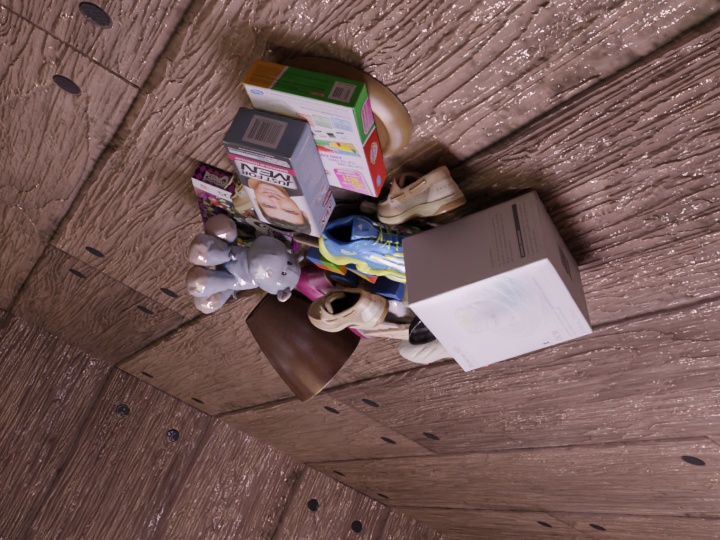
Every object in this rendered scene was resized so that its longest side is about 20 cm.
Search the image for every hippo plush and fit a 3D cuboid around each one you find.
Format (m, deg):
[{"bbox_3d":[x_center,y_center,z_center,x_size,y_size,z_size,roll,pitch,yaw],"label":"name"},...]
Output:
[{"bbox_3d":[-0.191,0.011,1.586,0.160,0.160,0.200,13,155,25],"label":"hippo plush"}]

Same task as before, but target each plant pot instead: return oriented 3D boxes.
[{"bbox_3d":[-0.133,0.135,1.915,0.200,0.187,0.187,42,154,-8],"label":"plant pot"},{"bbox_3d":[-0.029,-0.204,1.223,0.199,0.028,0.200,21,157,9],"label":"plant pot"}]

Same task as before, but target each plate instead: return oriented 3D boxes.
[{"bbox_3d":[0.069,0.088,1.681,0.199,0.032,0.200,13,168,-38],"label":"plate"}]

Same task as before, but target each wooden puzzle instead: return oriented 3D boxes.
[{"bbox_3d":[0.000,0.000,1.545,0.185,0.046,0.200,16,171,29],"label":"wooden puzzle"}]

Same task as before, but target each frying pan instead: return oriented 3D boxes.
[{"bbox_3d":[0.149,0.054,1.451,0.031,0.190,0.115,56,-163,26],"label":"frying pan"}]

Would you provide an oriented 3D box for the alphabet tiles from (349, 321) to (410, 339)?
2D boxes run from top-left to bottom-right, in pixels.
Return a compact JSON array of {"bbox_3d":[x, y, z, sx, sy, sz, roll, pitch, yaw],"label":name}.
[{"bbox_3d":[0.089,0.109,1.637,0.195,0.015,0.200,8,171,-24],"label":"alphabet tiles"}]

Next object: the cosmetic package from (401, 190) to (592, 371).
[{"bbox_3d":[0.190,0.022,1.288,0.199,0.123,0.199,-19,139,21],"label":"cosmetic package"}]

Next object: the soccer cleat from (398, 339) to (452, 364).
[{"bbox_3d":[0.159,0.139,1.758,0.199,0.069,0.078,2,145,28],"label":"soccer cleat"}]

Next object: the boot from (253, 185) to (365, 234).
[{"bbox_3d":[-0.075,-0.119,1.416,0.199,0.069,0.174,11,155,7],"label":"boot"}]

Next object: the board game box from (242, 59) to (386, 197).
[{"bbox_3d":[-0.054,-0.181,1.208,0.152,0.040,0.200,16,157,17],"label":"board game box"}]

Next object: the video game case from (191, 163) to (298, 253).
[{"bbox_3d":[-0.195,-0.095,1.612,0.181,0.036,0.200,22,158,6],"label":"video game case"}]

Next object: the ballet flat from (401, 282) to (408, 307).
[{"bbox_3d":[0.116,0.048,1.514,0.067,0.063,0.200,19,180,30],"label":"ballet flat"}]

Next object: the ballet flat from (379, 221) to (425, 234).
[{"bbox_3d":[0.105,-0.025,1.441,0.199,0.064,0.076,17,156,17],"label":"ballet flat"}]

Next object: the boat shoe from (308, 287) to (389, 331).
[{"bbox_3d":[-0.035,0.060,1.581,0.065,0.072,0.200,33,160,-30],"label":"boat shoe"}]

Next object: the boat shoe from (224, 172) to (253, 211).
[{"bbox_3d":[-0.154,-0.153,1.409,0.063,0.073,0.200,37,144,-15],"label":"boat shoe"}]

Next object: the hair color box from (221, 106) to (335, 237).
[{"bbox_3d":[-0.105,-0.128,1.243,0.099,0.061,0.200,16,157,17],"label":"hair color box"}]

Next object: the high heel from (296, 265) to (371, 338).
[{"bbox_3d":[-0.052,0.061,1.779,0.096,0.068,0.200,-7,130,37],"label":"high heel"}]

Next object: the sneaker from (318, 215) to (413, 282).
[{"bbox_3d":[0.030,-0.033,1.370,0.199,0.076,0.105,5,165,10],"label":"sneaker"}]

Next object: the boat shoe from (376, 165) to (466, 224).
[{"bbox_3d":[0.075,-0.108,1.295,0.200,0.072,0.065,-2,112,67],"label":"boat shoe"}]
